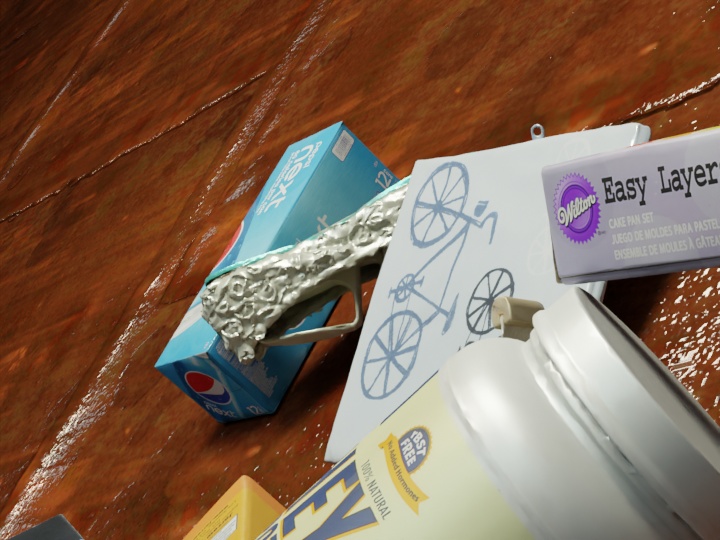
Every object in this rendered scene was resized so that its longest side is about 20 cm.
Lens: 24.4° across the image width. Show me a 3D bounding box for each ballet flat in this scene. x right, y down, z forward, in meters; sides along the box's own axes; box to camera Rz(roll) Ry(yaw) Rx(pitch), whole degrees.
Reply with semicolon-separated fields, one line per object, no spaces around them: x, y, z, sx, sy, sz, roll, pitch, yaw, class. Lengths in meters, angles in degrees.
0.000;0.000;1.004;0.199;0.072;0.072;-25;26;7;ballet flat

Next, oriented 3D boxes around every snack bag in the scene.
0.066;0.014;0.866;0.199;0.021;0.190;-8;60;55;snack bag

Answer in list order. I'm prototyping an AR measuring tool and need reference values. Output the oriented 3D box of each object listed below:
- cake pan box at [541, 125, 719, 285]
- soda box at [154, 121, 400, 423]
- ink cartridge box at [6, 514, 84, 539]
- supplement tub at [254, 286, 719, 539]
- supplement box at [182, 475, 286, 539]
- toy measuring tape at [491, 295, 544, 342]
0.196;-0.039;0.595;0.199;0.053;0.184;-11;3;-31;cake pan box
-0.052;0.000;1.105;0.068;0.064;0.201;-17;36;51;soda box
-0.238;0.228;0.992;0.199;0.044;0.198;-27;17;-19;ink cartridge box
0.047;0.118;0.615;0.200;0.145;0.145;-43;22;10;supplement tub
-0.054;0.172;0.777;0.069;0.067;0.200;-45;12;7;supplement box
0.026;0.101;0.728;0.074;0.073;0.202;-143;67;-68;toy measuring tape
